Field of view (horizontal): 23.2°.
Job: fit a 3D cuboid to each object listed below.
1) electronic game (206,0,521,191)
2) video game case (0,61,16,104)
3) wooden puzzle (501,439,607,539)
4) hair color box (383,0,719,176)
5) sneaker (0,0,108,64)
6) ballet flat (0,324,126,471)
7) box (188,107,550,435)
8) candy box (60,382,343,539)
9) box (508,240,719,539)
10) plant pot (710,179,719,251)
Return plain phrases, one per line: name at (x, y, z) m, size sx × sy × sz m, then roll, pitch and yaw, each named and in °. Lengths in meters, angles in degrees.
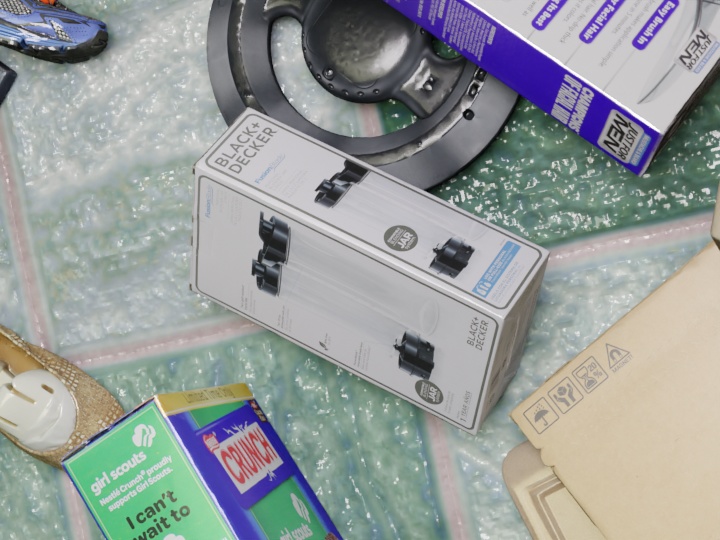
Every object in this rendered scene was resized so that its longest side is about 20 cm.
electronic game at (0.004, -0.139, 1.046) m, size 0.200 × 0.042 × 0.200 m, roll -1°, pitch 85°, yaw 14°
video game case at (-0.332, -0.083, 1.168) m, size 0.143 × 0.019 × 0.200 m, roll 34°, pitch 102°, yaw 14°
wooden puzzle at (0.202, 0.156, 1.002) m, size 0.185 × 0.037 × 0.200 m, roll -28°, pitch 79°, yaw 16°
hair color box at (0.109, -0.156, 0.974) m, size 0.200 × 0.065 × 0.109 m, roll 36°, pitch 70°, yaw 11°
sneaker at (-0.242, -0.194, 1.108) m, size 0.200 × 0.075 × 0.078 m, roll 30°, pitch 97°, yaw 13°
ballet flat at (-0.232, 0.071, 1.117) m, size 0.200 × 0.065 × 0.071 m, roll 33°, pitch 101°, yaw 13°
box at (0.000, 0.000, 1.013) m, size 0.200 × 0.060 × 0.117 m, roll 25°, pitch 142°, yaw 15°
candy box at (-0.067, 0.167, 1.014) m, size 0.077 × 0.169 × 0.200 m, roll -35°, pitch 82°, yaw 11°
box at (0.206, 0.080, 0.972) m, size 0.200 × 0.021 × 0.164 m, roll -41°, pitch 72°, yaw 12°
plant pot at (0.278, -0.058, 0.871) m, size 0.200 × 0.200 × 0.177 m, roll 27°, pitch 93°, yaw 15°
